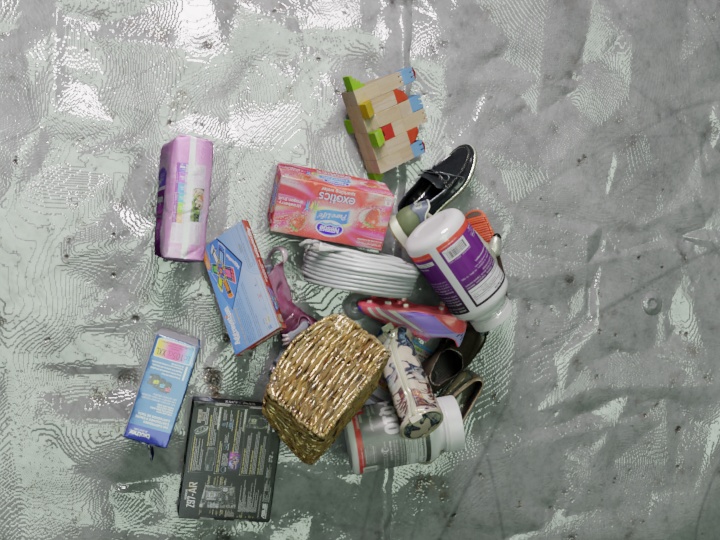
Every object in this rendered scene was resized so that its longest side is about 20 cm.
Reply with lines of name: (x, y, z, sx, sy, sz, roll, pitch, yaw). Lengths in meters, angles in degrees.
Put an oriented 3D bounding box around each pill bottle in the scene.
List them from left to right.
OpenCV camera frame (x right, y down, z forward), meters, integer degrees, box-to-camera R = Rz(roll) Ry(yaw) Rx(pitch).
pill bottle: (0.074, 0.282, 1.350, 0.199, 0.114, 0.115, -9, 94, -7)
pill bottle: (0.171, 0.003, 1.290, 0.112, 0.112, 0.200, -40, 107, -11)

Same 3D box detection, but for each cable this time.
cable: (0.000, 0.000, 1.306, 0.199, 0.200, 0.070, 13, 93, 8)

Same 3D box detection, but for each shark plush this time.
shark plush: (0.216, 0.013, 1.404, 0.091, 0.083, 0.201, -27, 103, -46)

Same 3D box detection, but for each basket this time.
basket: (-0.067, 0.186, 1.247, 0.142, 0.149, 0.200, 36, 59, 11)

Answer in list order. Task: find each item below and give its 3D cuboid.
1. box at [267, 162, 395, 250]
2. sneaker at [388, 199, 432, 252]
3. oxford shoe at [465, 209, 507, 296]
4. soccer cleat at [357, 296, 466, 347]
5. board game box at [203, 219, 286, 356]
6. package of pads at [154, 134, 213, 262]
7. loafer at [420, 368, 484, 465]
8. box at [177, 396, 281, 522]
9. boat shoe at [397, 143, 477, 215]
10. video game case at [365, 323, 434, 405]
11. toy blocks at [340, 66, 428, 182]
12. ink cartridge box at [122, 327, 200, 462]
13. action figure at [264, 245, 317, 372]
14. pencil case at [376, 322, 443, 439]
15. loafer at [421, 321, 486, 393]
box: (-0.053, -0.110, 1.326, 0.199, 0.095, 0.103, 10, 110, -14)
sneaker: (0.136, -0.047, 1.375, 0.090, 0.067, 0.200, -33, 124, 17)
oxford shoe: (0.234, -0.014, 1.453, 0.071, 0.072, 0.201, -12, 81, 23)
soccer cleat: (0.090, 0.089, 1.380, 0.199, 0.067, 0.077, 6, 105, 9)
board game box: (-0.195, 0.028, 1.270, 0.103, 0.019, 0.201, -31, 68, 23)
package of pads: (-0.291, -0.115, 1.260, 0.075, 0.120, 0.201, 4, 90, -21)
loafer: (0.161, 0.273, 1.432, 0.072, 0.063, 0.201, 35, 82, -15)
box: (-0.223, 0.327, 1.332, 0.159, 0.044, 0.201, 7, 90, -16)
boat shoe: (0.140, -0.158, 1.404, 0.200, 0.075, 0.062, -49, 137, -6)
video game case: (0.054, 0.218, 1.423, 0.143, 0.018, 0.201, 32, 83, -14)
toy blocks: (0.056, -0.270, 1.378, 0.136, 0.100, 0.201, -27, 110, -23)
ink cartridge box: (-0.325, 0.202, 1.251, 0.076, 0.136, 0.201, 20, 86, -10)
action figure: (-0.126, 0.084, 1.339, 0.200, 0.134, 0.149, 39, 54, -13)
pencil case: (0.077, 0.187, 1.300, 0.078, 0.201, 0.089, -31, 136, 12)
loafer: (0.175, 0.159, 1.412, 0.073, 0.071, 0.200, 49, 63, -8)
